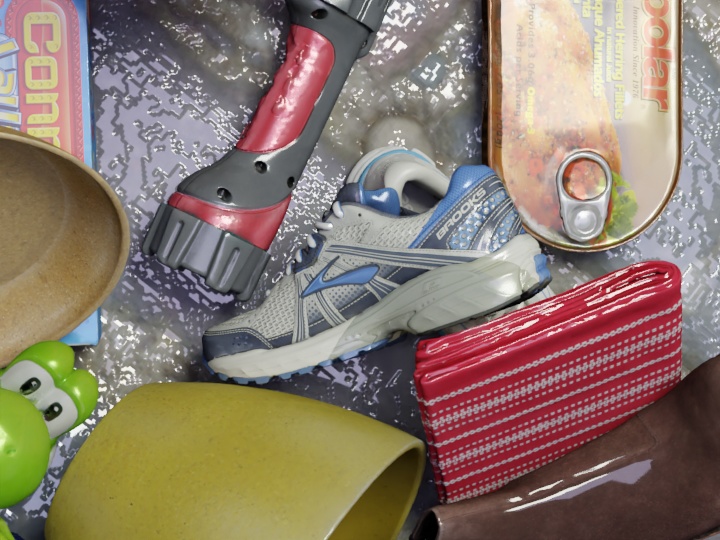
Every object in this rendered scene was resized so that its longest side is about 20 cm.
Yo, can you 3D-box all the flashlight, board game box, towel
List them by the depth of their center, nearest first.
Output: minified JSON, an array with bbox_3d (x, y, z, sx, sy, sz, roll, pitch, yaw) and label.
[{"bbox_3d":[0.102,0.074,0.981,0.144,0.200,0.023,-20,56,-5],"label":"towel"},{"bbox_3d":[-0.238,-0.056,0.988,0.194,0.056,0.202,-3,92,-6],"label":"board game box"},{"bbox_3d":[-0.048,-0.086,1.004,0.068,0.068,0.201,24,89,3],"label":"flashlight"}]

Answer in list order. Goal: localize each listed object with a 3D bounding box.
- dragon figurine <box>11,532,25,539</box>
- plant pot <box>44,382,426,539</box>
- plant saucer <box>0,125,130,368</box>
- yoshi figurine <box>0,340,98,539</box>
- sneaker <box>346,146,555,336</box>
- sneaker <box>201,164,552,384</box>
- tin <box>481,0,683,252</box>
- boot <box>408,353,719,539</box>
[{"bbox_3d":[-0.152,0.228,1.006,0.200,0.059,0.099,45,87,-5],"label":"dragon figurine"},{"bbox_3d":[-0.077,0.137,0.962,0.142,0.200,0.201,32,88,14],"label":"plant pot"},{"bbox_3d":[-0.212,-0.014,0.892,0.199,0.201,0.036,-14,56,-6],"label":"plant saucer"},{"bbox_3d":[-0.220,0.110,0.940,0.200,0.112,0.112,-39,134,19],"label":"yoshi figurine"},{"bbox_3d":[0.069,0.017,1.012,0.075,0.087,0.200,-45,98,-6],"label":"sneaker"},{"bbox_3d":[0.000,0.000,0.962,0.199,0.077,0.086,-20,87,24],"label":"sneaker"},{"bbox_3d":[0.123,-0.111,1.038,0.111,0.042,0.202,0,92,-3],"label":"tin"},{"bbox_3d":[0.115,0.121,0.968,0.165,0.201,0.073,-6,52,-25],"label":"boot"}]
